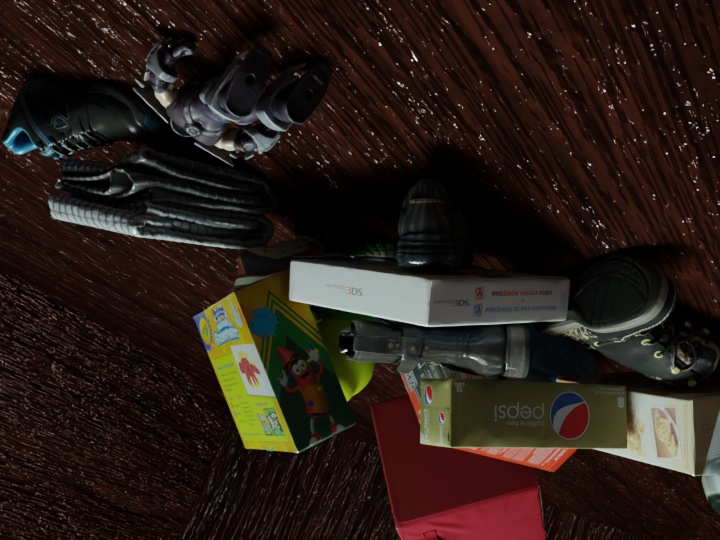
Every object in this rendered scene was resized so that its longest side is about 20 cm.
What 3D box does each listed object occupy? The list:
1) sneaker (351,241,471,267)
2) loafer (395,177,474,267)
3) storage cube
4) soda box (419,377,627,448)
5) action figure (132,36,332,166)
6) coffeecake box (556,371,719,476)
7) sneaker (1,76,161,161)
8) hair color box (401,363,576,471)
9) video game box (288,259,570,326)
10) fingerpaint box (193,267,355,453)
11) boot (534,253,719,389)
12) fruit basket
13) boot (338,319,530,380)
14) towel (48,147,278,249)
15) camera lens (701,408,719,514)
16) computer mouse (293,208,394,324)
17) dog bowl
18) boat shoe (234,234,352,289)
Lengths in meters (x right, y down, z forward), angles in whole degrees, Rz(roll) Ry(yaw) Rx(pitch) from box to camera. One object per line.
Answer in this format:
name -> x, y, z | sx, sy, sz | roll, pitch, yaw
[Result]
sneaker -> 0.061, 0.026, 0.979 | 0.198, 0.086, 0.078 | 17, 164, 22
loafer -> 0.069, -0.040, 0.788 | 0.072, 0.073, 0.200 | 1, -179, 3
storage cube -> 0.129, 0.265, 1.130 | 0.178, 0.201, 0.172 | -17, 140, 3
soda box -> 0.159, 0.140, 0.848 | 0.198, 0.065, 0.068 | 4, 171, -21
action figure -> -0.110, -0.139, 0.716 | 0.129, 0.070, 0.199 | 24, 170, -33
coffeecake box -> 0.327, 0.152, 0.910 | 0.152, 0.074, 0.200 | -1, 180, -25
sneaker -> -0.291, -0.147, 0.906 | 0.199, 0.082, 0.073 | 11, 158, 33
hair color box -> 0.151, 0.156, 0.989 | 0.199, 0.061, 0.102 | 20, -149, -31
video game box -> 0.061, 0.018, 0.813 | 0.181, 0.047, 0.199 | 4, -178, -39
fingerpaint box -> -0.097, 0.100, 0.925 | 0.168, 0.073, 0.200 | 67, 156, 2
boot -> 0.266, 0.053, 0.804 | 0.150, 0.074, 0.200 | 25, 163, -11
fruit basket -> -0.015, 0.083, 1.061 | 0.214, 0.217, 0.156 | 21, 164, 5
boot -> 0.065, 0.068, 0.843 | 0.172, 0.070, 0.200 | 3, 174, 0
towel -> -0.211, -0.079, 0.942 | 0.165, 0.086, 0.199 | 10, -178, 40
camera lens -> 0.344, 0.103, 0.620 | 0.159, 0.201, 0.160 | 21, 164, 6
computer mouse -> 0.000, 0.000, 0.962 | 0.200, 0.034, 0.059 | 45, 143, 17
dog bowl -> 0.204, 0.101, 1.093 | 0.198, 0.050, 0.112 | 23, 164, 2
boat shoe -> -0.074, -0.009, 0.961 | 0.071, 0.063, 0.199 | 22, 164, -35
